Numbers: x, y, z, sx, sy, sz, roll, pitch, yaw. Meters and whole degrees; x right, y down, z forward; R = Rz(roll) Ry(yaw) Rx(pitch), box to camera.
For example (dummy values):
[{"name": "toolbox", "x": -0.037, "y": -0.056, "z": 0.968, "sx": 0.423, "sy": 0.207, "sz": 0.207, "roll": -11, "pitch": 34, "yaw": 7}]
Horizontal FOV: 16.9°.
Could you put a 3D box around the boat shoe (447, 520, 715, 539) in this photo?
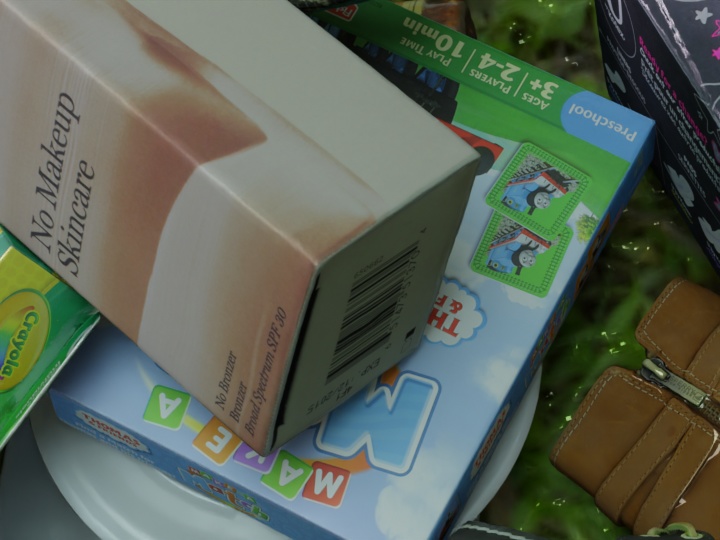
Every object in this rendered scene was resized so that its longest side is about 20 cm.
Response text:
[{"name": "boat shoe", "x": 0.118, "y": 0.121, "z": 0.817, "sx": 0.200, "sy": 0.072, "sz": 0.061, "roll": 18, "pitch": 70, "yaw": 22}]

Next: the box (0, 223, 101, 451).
[{"name": "box", "x": -0.163, "y": 0.029, "z": 0.921, "sx": 0.118, "sy": 0.048, "sz": 0.200, "roll": -53, "pitch": 26, "yaw": 1}]

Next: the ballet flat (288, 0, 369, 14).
[{"name": "ballet flat", "x": -0.048, "y": -0.115, "z": 0.891, "sx": 0.199, "sy": 0.075, "sz": 0.068, "roll": -22, "pitch": 36, "yaw": 48}]

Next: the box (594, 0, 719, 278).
[{"name": "box", "x": 0.201, "y": -0.097, "z": 0.909, "sx": 0.199, "sy": 0.115, "sz": 0.133, "roll": -24, "pitch": 54, "yaw": -4}]

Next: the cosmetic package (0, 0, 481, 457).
[{"name": "cosmetic package", "x": -0.066, "y": -0.046, "z": 0.839, "sx": 0.200, "sy": 0.104, "sz": 0.087, "roll": 39, "pitch": 50, "yaw": 22}]

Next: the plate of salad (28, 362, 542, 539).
[{"name": "plate of salad", "x": -0.030, "y": 0.034, "z": 0.932, "sx": 0.198, "sy": 0.048, "sz": 0.202, "roll": -1, "pitch": 65, "yaw": 1}]

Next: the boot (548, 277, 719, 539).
[{"name": "boot", "x": 0.132, "y": 0.106, "z": 0.890, "sx": 0.155, "sy": 0.077, "sz": 0.201, "roll": 30, "pitch": 78, "yaw": 20}]

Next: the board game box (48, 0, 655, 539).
[{"name": "board game box", "x": 0.000, "y": 0.000, "z": 0.901, "sx": 0.150, "sy": 0.037, "sz": 0.201, "roll": 25, "pitch": 69, "yaw": 13}]

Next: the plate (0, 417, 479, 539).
[{"name": "plate", "x": -0.043, "y": 0.068, "z": 0.965, "sx": 0.198, "sy": 0.032, "sz": 0.201, "roll": 3, "pitch": 71, "yaw": 12}]

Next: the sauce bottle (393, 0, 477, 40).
[{"name": "sauce bottle", "x": -0.050, "y": -0.072, "z": 1.000, "sx": 0.198, "sy": 0.066, "sz": 0.067, "roll": -5, "pitch": 69, "yaw": 8}]
